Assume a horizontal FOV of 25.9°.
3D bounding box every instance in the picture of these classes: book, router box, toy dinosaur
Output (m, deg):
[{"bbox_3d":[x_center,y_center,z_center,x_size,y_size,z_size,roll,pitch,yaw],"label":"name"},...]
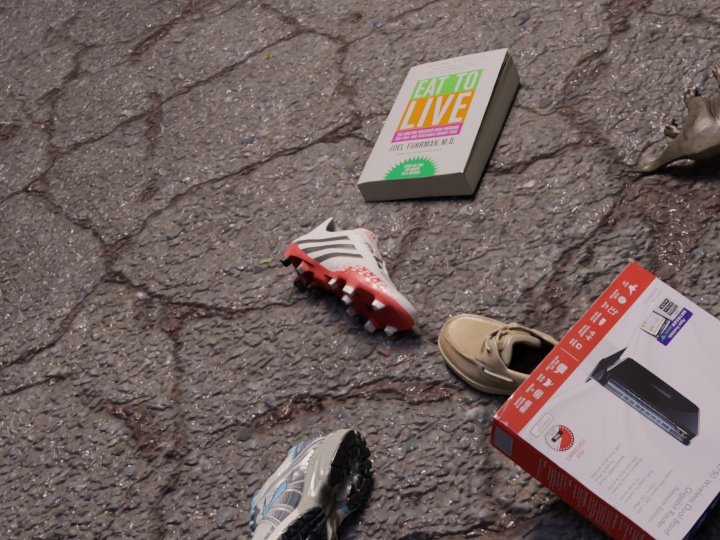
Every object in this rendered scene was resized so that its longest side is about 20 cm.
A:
[{"bbox_3d":[0.088,-0.158,1.737,0.132,0.048,0.201,-4,44,29],"label":"book"},{"bbox_3d":[0.235,0.116,1.284,0.179,0.049,0.200,35,63,21],"label":"router box"},{"bbox_3d":[0.357,-0.149,1.563,0.197,0.078,0.103,-18,25,0],"label":"toy dinosaur"}]

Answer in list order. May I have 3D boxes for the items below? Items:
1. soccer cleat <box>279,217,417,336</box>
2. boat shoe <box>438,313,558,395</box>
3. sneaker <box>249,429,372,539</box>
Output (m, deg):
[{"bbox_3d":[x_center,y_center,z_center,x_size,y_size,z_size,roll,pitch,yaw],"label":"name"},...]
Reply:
[{"bbox_3d":[0.000,0.000,1.576,0.085,0.069,0.199,-43,38,-18],"label":"soccer cleat"},{"bbox_3d":[0.143,0.077,1.414,0.072,0.065,0.199,-39,41,-20],"label":"boat shoe"},{"bbox_3d":[-0.061,0.224,1.355,0.085,0.078,0.201,-9,32,36],"label":"sneaker"}]
